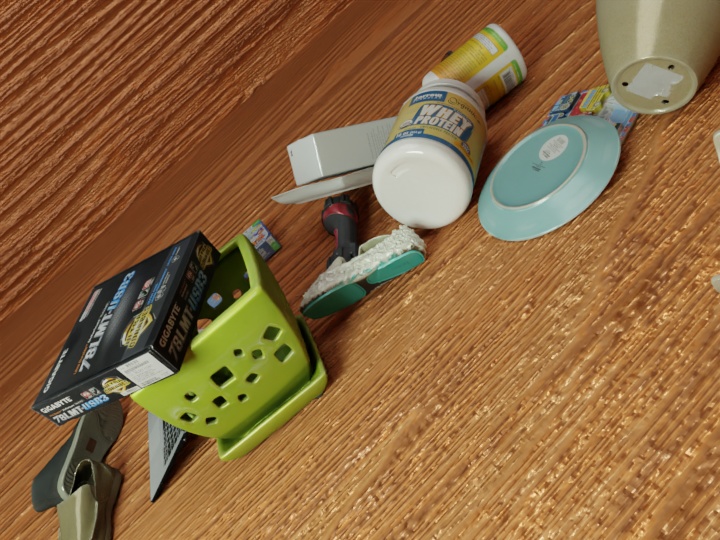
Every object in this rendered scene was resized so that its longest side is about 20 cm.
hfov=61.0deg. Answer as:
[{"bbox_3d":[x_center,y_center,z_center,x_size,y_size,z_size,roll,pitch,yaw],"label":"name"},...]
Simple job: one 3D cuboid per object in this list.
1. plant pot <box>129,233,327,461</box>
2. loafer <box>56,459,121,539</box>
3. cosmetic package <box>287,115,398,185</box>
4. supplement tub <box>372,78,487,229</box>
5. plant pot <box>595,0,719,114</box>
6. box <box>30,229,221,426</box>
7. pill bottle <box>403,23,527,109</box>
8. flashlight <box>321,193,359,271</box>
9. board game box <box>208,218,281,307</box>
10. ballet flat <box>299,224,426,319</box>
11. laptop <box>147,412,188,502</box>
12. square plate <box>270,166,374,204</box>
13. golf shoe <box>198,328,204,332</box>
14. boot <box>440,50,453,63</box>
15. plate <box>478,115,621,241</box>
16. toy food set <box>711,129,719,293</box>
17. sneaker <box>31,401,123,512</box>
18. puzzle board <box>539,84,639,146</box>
[{"bbox_3d":[-0.160,0.104,0.789,0.198,0.182,0.200,-38,27,0],"label":"plant pot"},{"bbox_3d":[-0.391,0.347,0.854,0.076,0.068,0.201,-37,27,6],"label":"loafer"},{"bbox_3d":[-0.013,-0.206,1.041,0.198,0.072,0.101,-19,8,-30],"label":"cosmetic package"},{"bbox_3d":[0.108,-0.176,0.898,0.143,0.145,0.202,-18,35,37],"label":"supplement tub"},{"bbox_3d":[0.366,-0.299,0.740,0.186,0.187,0.203,-6,56,48],"label":"plant pot"},{"bbox_3d":[-0.274,0.065,0.730,0.196,0.050,0.202,-23,36,22],"label":"box"},{"bbox_3d":[0.176,-0.316,1.053,0.199,0.111,0.111,-37,27,7],"label":"pill bottle"},{"bbox_3d":[-0.032,-0.046,0.981,0.067,0.068,0.201,-8,38,4],"label":"flashlight"},{"bbox_3d":[-0.257,-0.012,1.246,0.200,0.035,0.135,-43,27,-4],"label":"board game box"},{"bbox_3d":[0.000,0.000,0.856,0.198,0.072,0.072,-27,29,9],"label":"ballet flat"},{"bbox_3d":[-0.309,0.173,0.855,0.202,0.115,0.188,-61,29,16],"label":"laptop"},{"bbox_3d":[-0.029,-0.155,1.090,0.198,0.029,0.196,-23,11,-42],"label":"square plate"},{"bbox_3d":[-0.252,0.128,0.996,0.198,0.076,0.092,-5,40,47],"label":"golf shoe"},{"bbox_3d":[0.132,-0.330,1.212,0.199,0.068,0.189,-40,34,18],"label":"boot"},{"bbox_3d":[0.227,-0.126,0.772,0.199,0.026,0.202,-35,33,26],"label":"plate"},{"bbox_3d":[0.368,-0.070,0.502,0.142,0.061,0.201,-14,37,41],"label":"toy food set"},{"bbox_3d":[-0.481,0.300,1.028,0.105,0.075,0.202,-24,32,24],"label":"sneaker"},{"bbox_3d":[0.291,-0.185,0.819,0.150,0.017,0.201,1,49,53],"label":"puzzle board"}]
